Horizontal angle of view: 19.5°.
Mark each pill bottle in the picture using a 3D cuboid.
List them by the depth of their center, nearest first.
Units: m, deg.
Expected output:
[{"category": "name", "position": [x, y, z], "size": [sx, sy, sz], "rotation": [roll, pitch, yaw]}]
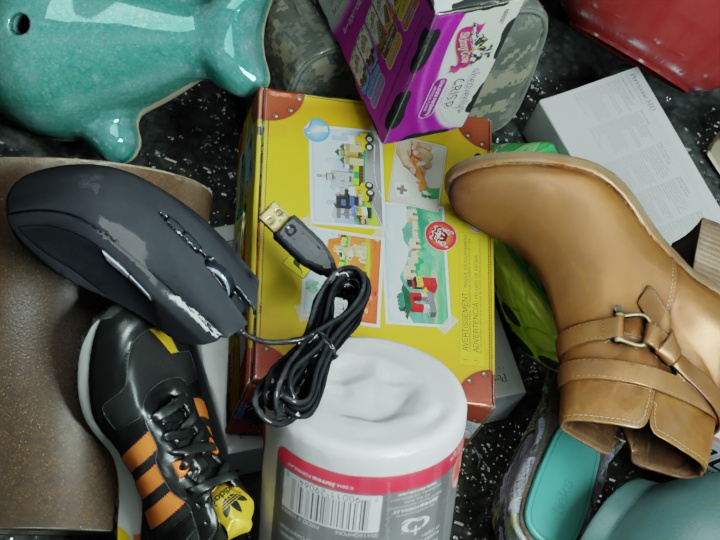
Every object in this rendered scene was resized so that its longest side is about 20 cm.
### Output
[{"category": "pill bottle", "position": [-0.004, 0.146, 1.174], "size": [0.111, 0.200, 0.111], "rotation": [4, 33, -3]}]

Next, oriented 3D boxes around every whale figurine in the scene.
[{"category": "whale figurine", "position": [-0.155, -0.147, 1.302], "size": [0.200, 0.104, 0.159], "rotation": [3, 88, 23]}]

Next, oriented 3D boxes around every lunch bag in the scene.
[{"category": "lunch bag", "position": [0.001, -0.176, 1.386], "size": [0.200, 0.139, 0.168], "rotation": [-14, 58, -19]}]

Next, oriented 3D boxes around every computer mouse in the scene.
[{"category": "computer mouse", "position": [-0.081, -0.016, 1.122], "size": [0.200, 0.046, 0.140], "rotation": [35, 39, 3]}]

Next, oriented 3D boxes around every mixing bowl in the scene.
[{"category": "mixing bowl", "position": [0.211, -0.191, 1.431], "size": [0.200, 0.200, 0.108], "rotation": [30, 96, 2]}]

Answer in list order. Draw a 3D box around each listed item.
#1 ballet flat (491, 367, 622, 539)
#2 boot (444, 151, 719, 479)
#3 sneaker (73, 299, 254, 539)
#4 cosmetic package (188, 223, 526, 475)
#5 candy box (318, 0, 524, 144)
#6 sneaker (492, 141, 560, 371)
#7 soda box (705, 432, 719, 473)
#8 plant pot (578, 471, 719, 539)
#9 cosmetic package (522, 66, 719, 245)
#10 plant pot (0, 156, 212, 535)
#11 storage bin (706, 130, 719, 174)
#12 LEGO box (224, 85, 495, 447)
[{"category": "ballet flat", "position": [0.132, 0.099, 1.314], "size": [0.072, 0.072, 0.200], "rotation": [29, 60, 1]}, {"category": "boot", "position": [0.128, 0.026, 1.208], "size": [0.200, 0.077, 0.155], "rotation": [23, 61, -8]}, {"category": "sneaker", "position": [-0.093, 0.105, 1.139], "size": [0.090, 0.200, 0.070], "rotation": [19, 39, 37]}, {"category": "cosmetic package", "position": [-0.014, 0.037, 1.320], "size": [0.200, 0.052, 0.151], "rotation": [-11, 69, -19]}, {"category": "candy box", "position": [0.017, -0.196, 1.237], "size": [0.061, 0.136, 0.200], "rotation": [-14, 66, -21]}, {"category": "sneaker", "position": [0.117, -0.020, 1.331], "size": [0.084, 0.074, 0.200], "rotation": [-16, 45, 2]}, {"category": "soda box", "position": [0.239, 0.105, 1.301], "size": [0.200, 0.064, 0.068], "rotation": [38, 59, -20]}, {"category": "plant pot", "position": [0.199, 0.200, 1.227], "size": [0.134, 0.200, 0.200], "rotation": [23, 57, 29]}, {"category": "cosmetic package", "position": [0.193, -0.033, 1.406], "size": [0.083, 0.051, 0.200], "rotation": [-20, 71, -19]}, {"category": "plant pot", "position": [-0.182, 0.051, 1.210], "size": [0.187, 0.187, 0.200], "rotation": [3, 80, -13]}, {"category": "storage bin", "position": [0.379, -0.072, 1.449], "size": [0.200, 0.094, 0.199], "rotation": [-33, 76, -26]}, {"category": "LEGO box", "position": [0.000, 0.000, 1.268], "size": [0.149, 0.077, 0.200], "rotation": [7, 63, -11]}]
